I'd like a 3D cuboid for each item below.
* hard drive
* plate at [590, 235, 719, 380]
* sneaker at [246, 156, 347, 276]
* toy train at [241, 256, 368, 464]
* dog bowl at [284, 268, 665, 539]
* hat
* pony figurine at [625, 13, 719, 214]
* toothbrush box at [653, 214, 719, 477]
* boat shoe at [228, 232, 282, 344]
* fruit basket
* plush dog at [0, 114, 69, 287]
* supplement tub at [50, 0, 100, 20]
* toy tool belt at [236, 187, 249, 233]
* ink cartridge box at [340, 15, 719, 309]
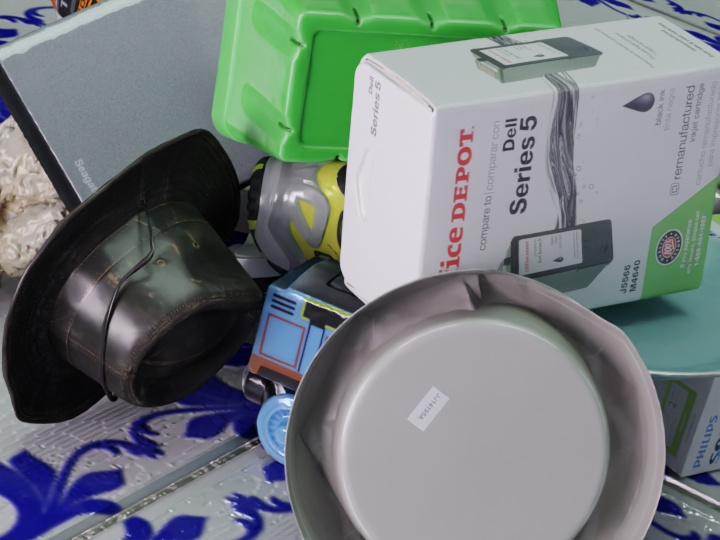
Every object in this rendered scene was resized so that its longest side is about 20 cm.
[{"bbox_3d":[-0.110,-0.109,1.311,0.200,0.033,0.140,-28,84,-26],"label":"hard drive"},{"bbox_3d":[0.162,0.022,1.249,0.200,0.026,0.200,3,27,-1],"label":"plate"},{"bbox_3d":[0.000,0.000,1.324,0.076,0.200,0.076,-3,60,24],"label":"sneaker"},{"bbox_3d":[0.026,0.074,1.236,0.200,0.114,0.087,22,25,18],"label":"toy train"},{"bbox_3d":[0.057,0.091,1.129,0.200,0.200,0.059,11,8,-8],"label":"dog bowl"},{"bbox_3d":[-0.108,0.019,1.200,0.081,0.201,0.201,31,28,21],"label":"hat"},{"bbox_3d":[0.273,-0.096,1.521,0.200,0.167,0.193,-21,34,3],"label":"pony figurine"},{"bbox_3d":[0.270,0.041,1.412,0.200,0.146,0.086,-5,31,-39],"label":"toothbrush box"},{"bbox_3d":[-0.045,0.004,1.421,0.075,0.060,0.200,2,10,19],"label":"boat shoe"},{"bbox_3d":[0.012,-0.152,1.295,0.215,0.156,0.216,8,25,-3],"label":"fruit basket"},{"bbox_3d":[-0.158,-0.032,1.357,0.172,0.161,0.200,43,28,6],"label":"plush dog"},{"bbox_3d":[-0.167,-0.202,1.729,0.122,0.123,0.200,-4,29,-36],"label":"supplement tub"},{"bbox_3d":[-0.121,-0.108,1.525,0.200,0.123,0.125,17,-19,-2],"label":"toy tool belt"},{"bbox_3d":[0.098,-0.053,1.199,0.200,0.146,0.084,-11,31,-27],"label":"ink cartridge box"}]
